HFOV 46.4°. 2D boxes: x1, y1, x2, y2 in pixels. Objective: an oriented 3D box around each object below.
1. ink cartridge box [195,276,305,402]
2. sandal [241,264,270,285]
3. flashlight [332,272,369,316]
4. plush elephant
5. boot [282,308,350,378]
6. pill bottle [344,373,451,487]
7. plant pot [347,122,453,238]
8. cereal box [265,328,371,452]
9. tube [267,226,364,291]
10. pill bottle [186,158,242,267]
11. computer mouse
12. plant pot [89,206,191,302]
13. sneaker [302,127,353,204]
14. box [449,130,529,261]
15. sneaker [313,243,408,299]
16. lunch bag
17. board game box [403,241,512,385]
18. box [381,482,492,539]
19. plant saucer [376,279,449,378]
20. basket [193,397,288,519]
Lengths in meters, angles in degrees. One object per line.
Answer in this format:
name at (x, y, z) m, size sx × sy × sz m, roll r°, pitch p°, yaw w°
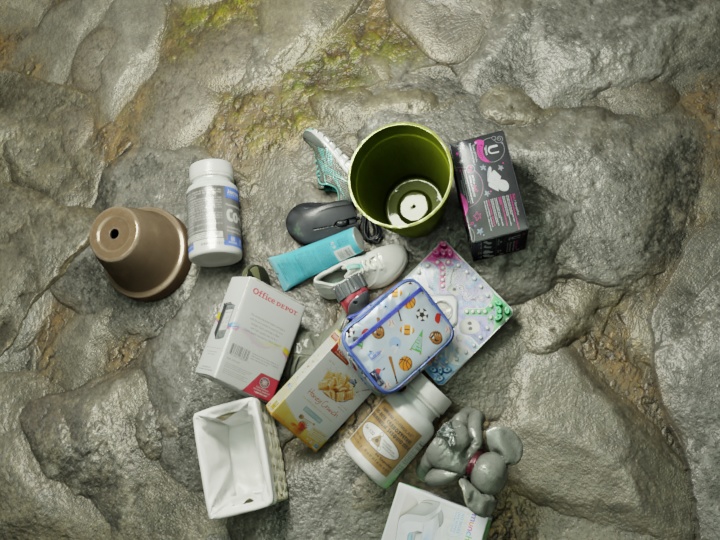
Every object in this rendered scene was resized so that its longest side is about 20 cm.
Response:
ink cartridge box at (-0.210, 0.133, 1.618) m, size 0.085 × 0.146 × 0.204 m, roll -2°, pitch 64°, yaw 51°
sandal at (-0.221, 0.092, 1.706) m, size 0.057 × 0.079 × 0.206 m, roll -8°, pitch 75°, yaw 47°
flashlight at (0.021, 0.107, 1.593) m, size 0.067 × 0.068 × 0.203 m, roll -31°, pitch 82°, yaw 11°
plush elephant at (0.199, 0.339, 1.485) m, size 0.154 × 0.200 × 0.165 m, roll 39°, pitch 79°, yaw 14°
boot at (-0.090, 0.133, 1.663) m, size 0.129 × 0.068 × 0.203 m, roll 23°, pitch 82°, yaw 22°
pill bottle at (0.073, 0.290, 1.559) m, size 0.114 × 0.114 × 0.201 m, roll 41°, pitch 87°, yaw 19°
plant pot at (0.091, -0.153, 1.624) m, size 0.195 × 0.193 × 0.205 m, roll -3°, pitch 76°, yaw 12°
cereal box at (-0.064, 0.230, 1.596) m, size 0.200 × 0.144 × 0.039 m, roll -47°, pitch 33°, yaw -1°
tube at (-0.088, -0.026, 1.689) m, size 0.197 × 0.050 × 0.079 m, roll -22°, pitch 102°, yaw 18°
pill bottle at (-0.305, -0.120, 1.748) m, size 0.111 × 0.114 × 0.205 m, roll -8°, pitch 75°, yaw 10°
computer mouse at (-0.064, -0.101, 1.697) m, size 0.196 × 0.053 × 0.141 m, roll -11°, pitch 108°, yaw 15°
plant pot at (-0.468, -0.054, 1.738) m, size 0.195 × 0.175 × 0.205 m, roll -3°, pitch 74°, yaw 11°
sneaker at (-0.065, -0.211, 1.740) m, size 0.091 × 0.078 × 0.200 m, roll -44°, pitch 70°, yaw 3°
box at (0.248, -0.141, 1.618) m, size 0.112 × 0.132 × 0.205 m, roll -12°, pitch 74°, yaw 6°
sneaker at (0.000, 0.000, 1.662) m, size 0.197 × 0.089 × 0.077 m, roll -24°, pitch 71°, yaw 6°
lunch bag at (0.059, 0.121, 1.531) m, size 0.199 × 0.076 × 0.161 m, roll -37°, pitch 87°, yaw -16°
board game box at (0.155, 0.077, 1.603) m, size 0.200 × 0.026 × 0.200 m, roll -44°, pitch 71°, yaw 0°
box at (0.125, 0.509, 1.504) m, size 0.173 × 0.097 × 0.204 m, roll 17°, pitch 79°, yaw 18°
plant saucer at (0.103, 0.111, 1.639) m, size 0.196 × 0.037 × 0.205 m, roll -3°, pitch 76°, yaw 13°
basket at (-0.225, 0.360, 1.605) m, size 0.133 × 0.123 × 0.204 m, roll -15°, pitch 72°, yaw 9°
